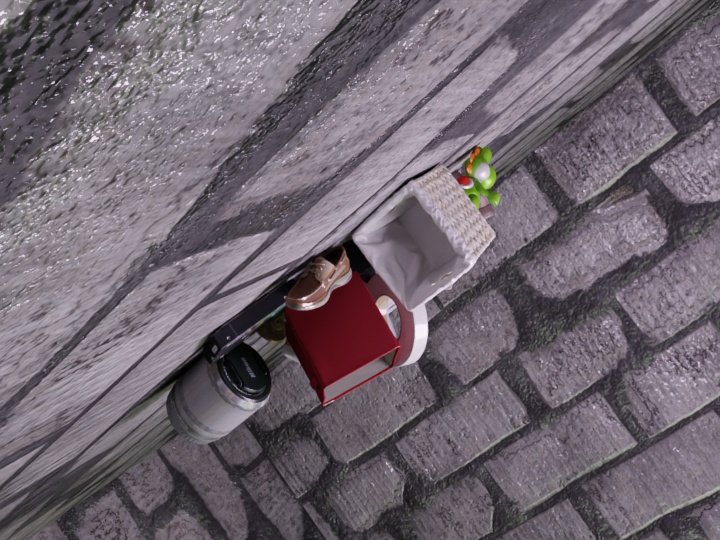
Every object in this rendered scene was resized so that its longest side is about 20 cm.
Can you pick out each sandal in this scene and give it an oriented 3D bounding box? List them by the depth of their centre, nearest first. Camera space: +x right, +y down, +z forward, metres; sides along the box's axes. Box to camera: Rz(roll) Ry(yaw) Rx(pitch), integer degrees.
[{"bbox_3d":[-0.178,0.096,1.788,0.071,0.077,0.212,-61,179,10],"label":"sandal"},{"bbox_3d":[-0.001,0.000,1.871,0.043,0.075,0.200,-61,-174,11],"label":"sandal"}]

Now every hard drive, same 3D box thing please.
[{"bbox_3d":[-0.212,0.098,1.575,0.199,0.038,0.140,-35,176,-26],"label":"hard drive"}]

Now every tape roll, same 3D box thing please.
[{"bbox_3d":[0.071,0.102,1.725,0.036,0.206,0.203,-8,160,-32],"label":"tape roll"}]

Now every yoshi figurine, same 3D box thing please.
[{"bbox_3d":[0.250,-0.172,1.792,0.112,0.111,0.203,115,-1,-72],"label":"yoshi figurine"}]

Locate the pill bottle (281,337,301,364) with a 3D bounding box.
[{"bbox_3d":[-0.094,0.119,1.870,0.114,0.113,0.203,126,-14,-78],"label":"pill bottle"}]

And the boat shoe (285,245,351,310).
[{"bbox_3d":[-0.083,0.011,1.537,0.074,0.073,0.200,8,-153,23],"label":"boat shoe"}]

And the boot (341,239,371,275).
[{"bbox_3d":[-0.044,0.001,1.749,0.197,0.074,0.162,-38,178,0],"label":"boot"}]

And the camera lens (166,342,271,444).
[{"bbox_3d":[-0.296,0.255,1.714,0.199,0.161,0.160,-39,176,29],"label":"camera lens"}]

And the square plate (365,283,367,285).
[{"bbox_3d":[-0.049,0.070,1.992,0.199,0.028,0.200,-39,-147,24],"label":"square plate"}]

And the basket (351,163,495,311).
[{"bbox_3d":[0.130,-0.067,1.602,0.198,0.201,0.160,-40,177,40],"label":"basket"}]

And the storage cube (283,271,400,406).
[{"bbox_3d":[-0.041,0.140,1.655,0.198,0.182,0.171,-28,163,-13],"label":"storage cube"}]

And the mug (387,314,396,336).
[{"bbox_3d":[0.003,0.151,2.037,0.187,0.148,0.154,-49,153,-24],"label":"mug"}]

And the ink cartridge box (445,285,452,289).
[{"bbox_3d":[0.161,-0.049,1.810,0.115,0.068,0.202,-1,-139,17],"label":"ink cartridge box"}]

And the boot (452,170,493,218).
[{"bbox_3d":[0.218,-0.137,1.974,0.199,0.147,0.070,-38,178,17],"label":"boot"}]

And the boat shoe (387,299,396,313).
[{"bbox_3d":[0.030,0.116,1.910,0.200,0.066,0.073,-45,-175,-27],"label":"boat shoe"}]
